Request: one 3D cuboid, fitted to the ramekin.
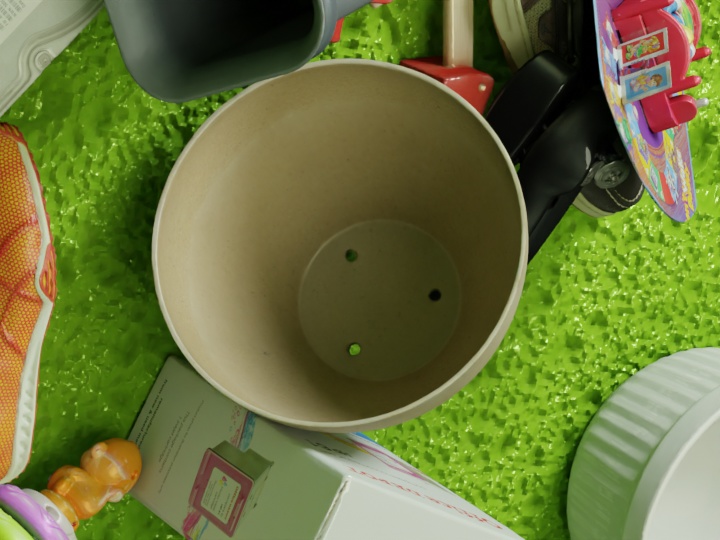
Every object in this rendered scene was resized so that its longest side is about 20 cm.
[{"bbox_3d":[0.224,0.143,1.746,0.200,0.105,0.201,-13,115,-29],"label":"ramekin"}]

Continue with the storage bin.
[{"bbox_3d":[-0.049,-0.204,1.385,0.134,0.145,0.200,-29,103,-54],"label":"storage bin"}]

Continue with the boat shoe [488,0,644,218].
[{"bbox_3d":[0.131,-0.108,1.598,0.200,0.065,0.073,60,41,-39],"label":"boat shoe"}]

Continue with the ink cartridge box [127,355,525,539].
[{"bbox_3d":[-0.021,0.134,1.524,0.144,0.200,0.085,23,95,-37],"label":"ink cartridge box"}]

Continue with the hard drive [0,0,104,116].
[{"bbox_3d":[-0.199,-0.157,1.400,0.200,0.038,0.140,-47,126,-8],"label":"hard drive"}]

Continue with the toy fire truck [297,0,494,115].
[{"bbox_3d":[0.017,-0.172,1.526,0.141,0.049,0.200,3,105,-34],"label":"toy fire truck"}]

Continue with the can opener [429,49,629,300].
[{"bbox_3d":[0.093,-0.034,1.592,0.063,0.079,0.200,-14,142,-44],"label":"can opener"}]

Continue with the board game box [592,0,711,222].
[{"bbox_3d":[0.175,-0.127,1.568,0.039,0.200,0.158,-15,147,21],"label":"board game box"}]

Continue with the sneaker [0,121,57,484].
[{"bbox_3d":[-0.203,0.021,1.446,0.077,0.073,0.200,2,104,-23],"label":"sneaker"}]

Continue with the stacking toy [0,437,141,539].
[{"bbox_3d":[-0.192,0.157,1.495,0.200,0.110,0.116,-44,142,-25],"label":"stacking toy"}]

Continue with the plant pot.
[{"bbox_3d":[0.000,0.000,1.515,0.200,0.200,0.134,-53,163,-5],"label":"plant pot"}]
